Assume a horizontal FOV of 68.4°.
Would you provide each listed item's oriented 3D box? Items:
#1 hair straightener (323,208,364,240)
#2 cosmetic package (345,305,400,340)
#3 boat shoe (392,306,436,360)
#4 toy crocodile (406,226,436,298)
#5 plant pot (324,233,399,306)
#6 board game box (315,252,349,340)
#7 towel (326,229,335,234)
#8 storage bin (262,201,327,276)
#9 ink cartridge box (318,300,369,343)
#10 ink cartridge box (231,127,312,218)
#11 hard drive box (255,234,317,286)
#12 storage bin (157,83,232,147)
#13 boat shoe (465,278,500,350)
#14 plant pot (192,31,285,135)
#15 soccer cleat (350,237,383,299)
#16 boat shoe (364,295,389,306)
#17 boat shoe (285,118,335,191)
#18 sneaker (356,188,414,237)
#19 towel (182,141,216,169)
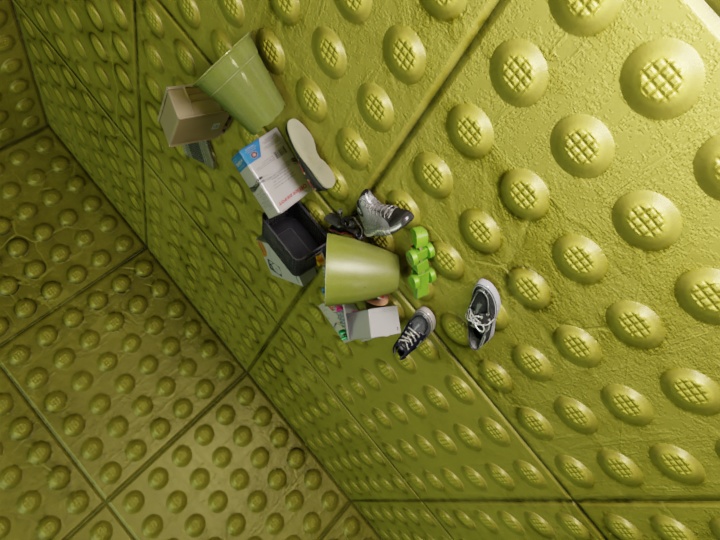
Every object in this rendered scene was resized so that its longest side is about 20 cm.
[{"bbox_3d":[-0.048,-0.128,1.459,0.199,0.040,0.078,36,157,55],"label":"hair straightener"},{"bbox_3d":[0.029,0.162,1.611,0.199,0.104,0.088,-21,76,61],"label":"cosmetic package"},{"bbox_3d":[0.151,0.188,1.515,0.074,0.092,0.202,39,149,17],"label":"boat shoe"},{"bbox_3d":[0.147,-0.015,1.328,0.062,0.066,0.205,47,153,46],"label":"toy crocodile"},{"bbox_3d":[0.003,0.002,1.409,0.192,0.192,0.190,2,142,-3],"label":"plant pot"},{"bbox_3d":[-0.085,0.083,1.604,0.203,0.025,0.204,86,163,-54],"label":"board game box"},{"bbox_3d":[-0.059,-0.024,1.648,0.142,0.023,0.203,38,148,21],"label":"towel"},{"bbox_3d":[-0.202,-0.104,1.624,0.201,0.133,0.095,48,153,18],"label":"storage bin"},{"bbox_3d":[-0.045,0.172,1.795,0.202,0.067,0.116,54,150,-5],"label":"ink cartridge box"},{"bbox_3d":[-0.251,-0.276,1.515,0.083,0.145,0.204,-12,114,56],"label":"ink cartridge box"},{"bbox_3d":[-0.258,-0.049,1.843,0.197,0.076,0.159,15,135,46],"label":"hard drive box"},{"bbox_3d":[-0.487,-0.470,1.588,0.199,0.194,0.097,-25,87,59],"label":"storage bin"},{"bbox_3d":[0.285,0.111,1.269,0.073,0.068,0.203,31,145,29],"label":"boat shoe"},{"bbox_3d":[-0.294,-0.461,1.358,0.197,0.202,0.191,-2,134,54],"label":"plant pot"},{"bbox_3d":[0.000,0.000,1.524,0.084,0.069,0.203,-32,93,27],"label":"soccer cleat"},{"bbox_3d":[-0.001,0.048,1.590,0.196,0.072,0.071,31,166,10],"label":"boat shoe"},{"bbox_3d":[-0.144,-0.302,1.410,0.062,0.074,0.204,-10,119,48],"label":"boat shoe"},{"bbox_3d":[0.045,-0.150,1.315,0.198,0.074,0.118,-8,115,58],"label":"sneaker"},{"bbox_3d":[-0.595,-0.481,1.895,0.189,0.034,0.204,28,141,30],"label":"towel"}]
